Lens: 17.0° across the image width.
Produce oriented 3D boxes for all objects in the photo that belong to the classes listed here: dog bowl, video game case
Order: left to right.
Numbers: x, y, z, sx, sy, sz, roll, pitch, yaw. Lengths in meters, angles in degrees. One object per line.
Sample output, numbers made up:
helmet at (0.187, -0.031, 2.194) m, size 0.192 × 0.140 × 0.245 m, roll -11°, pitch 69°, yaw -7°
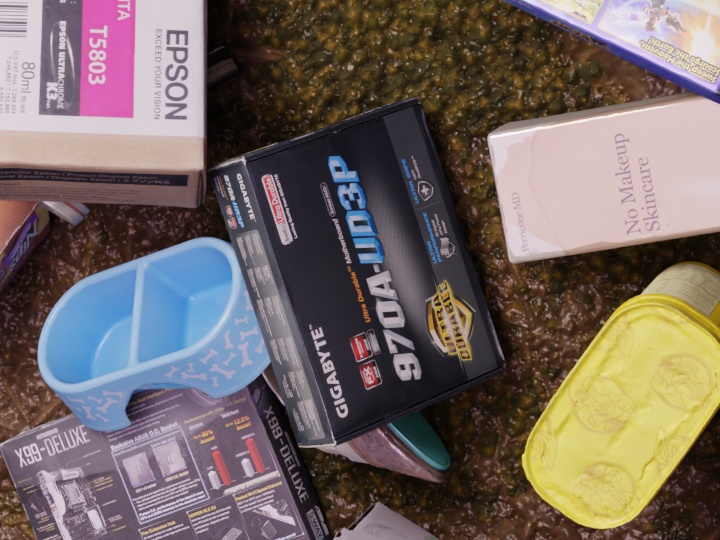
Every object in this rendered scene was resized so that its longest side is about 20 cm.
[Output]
dog bowl at (-0.141, 0.040, 1.670) m, size 0.200 × 0.050 × 0.112 m, roll -18°, pitch 54°, yaw 30°
video game case at (0.189, -0.228, 1.547) m, size 0.200 × 0.045 × 0.181 m, roll 29°, pitch 89°, yaw 20°

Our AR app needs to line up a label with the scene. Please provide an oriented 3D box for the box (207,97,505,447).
box at (0.000, 0.000, 1.615) m, size 0.046 × 0.159 × 0.200 m, roll -12°, pitch 97°, yaw 54°

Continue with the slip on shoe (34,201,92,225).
slip on shoe at (-0.255, -0.106, 1.656) m, size 0.200 × 0.074 × 0.061 m, roll 33°, pitch 85°, yaw 18°

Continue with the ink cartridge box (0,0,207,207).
ink cartridge box at (-0.184, -0.148, 1.595) m, size 0.164 × 0.075 × 0.200 m, roll 0°, pitch 71°, yaw -5°

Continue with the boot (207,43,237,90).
boot at (-0.196, -0.169, 1.684) m, size 0.200 × 0.073 × 0.151 m, roll -15°, pitch 97°, yaw 24°

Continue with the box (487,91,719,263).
box at (0.193, -0.067, 1.591) m, size 0.200 × 0.078 × 0.095 m, roll -11°, pitch 96°, yaw 16°

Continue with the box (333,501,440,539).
box at (-0.018, 0.272, 1.638) m, size 0.097 × 0.200 × 0.177 m, roll 34°, pitch 105°, yaw 7°

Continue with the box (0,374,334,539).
box at (-0.140, 0.161, 1.731) m, size 0.200 × 0.050 × 0.158 m, roll -22°, pitch 92°, yaw 17°

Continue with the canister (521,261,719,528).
canister at (0.186, 0.073, 1.551) m, size 0.087 × 0.200 × 0.149 m, roll 35°, pitch 106°, yaw 7°

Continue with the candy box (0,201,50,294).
candy box at (-0.335, -0.044, 1.710) m, size 0.200 × 0.056 × 0.117 m, roll 28°, pitch 63°, yaw 11°

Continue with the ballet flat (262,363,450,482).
ballet flat at (-0.019, 0.084, 1.683) m, size 0.067 × 0.068 × 0.200 m, roll -45°, pitch 76°, yaw 21°
